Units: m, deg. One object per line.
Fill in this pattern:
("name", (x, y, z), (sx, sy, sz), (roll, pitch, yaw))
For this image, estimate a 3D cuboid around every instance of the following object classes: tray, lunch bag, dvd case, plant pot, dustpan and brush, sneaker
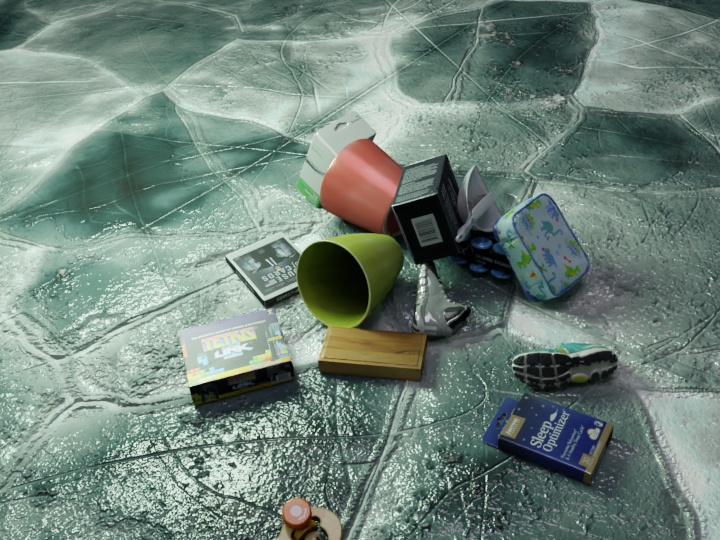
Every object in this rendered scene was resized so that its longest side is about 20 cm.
("tray", (0.025, 0.159, 1.657), (0.198, 0.037, 0.099), (4, 39, 10))
("lunch bag", (0.376, -0.048, 1.762), (0.160, 0.201, 0.082), (-35, 5, -34))
("dvd case", (-0.192, -0.005, 1.896), (0.149, 0.025, 0.200), (-24, 42, -22))
("plant pot", (0.034, -0.178, 1.972), (0.177, 0.201, 0.200), (36, 52, 27))
("dustpan and brush", (0.238, -0.118, 1.790), (0.057, 0.140, 0.200), (-7, 32, 50))
("plant pot", (0.000, 0.000, 1.769), (0.186, 0.189, 0.200), (21, 29, 29))
("sneaker", (0.376, 0.173, 1.591), (0.198, 0.078, 0.080), (-3, 18, -6))
("sneaker", (0.169, 0.063, 1.745), (0.114, 0.075, 0.201), (6, 48, 5))

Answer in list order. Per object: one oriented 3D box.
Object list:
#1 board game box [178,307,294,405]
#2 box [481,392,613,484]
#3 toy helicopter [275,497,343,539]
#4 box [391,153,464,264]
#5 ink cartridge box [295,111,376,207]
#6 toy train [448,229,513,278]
("board game box", (-0.243, 0.164, 1.663), (0.198, 0.057, 0.166), (-14, 40, -11))
("box", (0.321, 0.281, 1.475), (0.199, 0.033, 0.121), (17, 43, 26))
("toy helicopter", (-0.085, 0.454, 1.286), (0.131, 0.079, 0.201), (19, 54, 14))
("box", (0.149, -0.132, 1.807), (0.103, 0.149, 0.200), (-14, 26, 19))
("ink cartridge box", (-0.061, -0.267, 2.059), (0.084, 0.200, 0.146), (45, 56, 13))
("toy train", (0.279, -0.049, 1.858), (0.199, 0.087, 0.114), (20, 35, 31))
